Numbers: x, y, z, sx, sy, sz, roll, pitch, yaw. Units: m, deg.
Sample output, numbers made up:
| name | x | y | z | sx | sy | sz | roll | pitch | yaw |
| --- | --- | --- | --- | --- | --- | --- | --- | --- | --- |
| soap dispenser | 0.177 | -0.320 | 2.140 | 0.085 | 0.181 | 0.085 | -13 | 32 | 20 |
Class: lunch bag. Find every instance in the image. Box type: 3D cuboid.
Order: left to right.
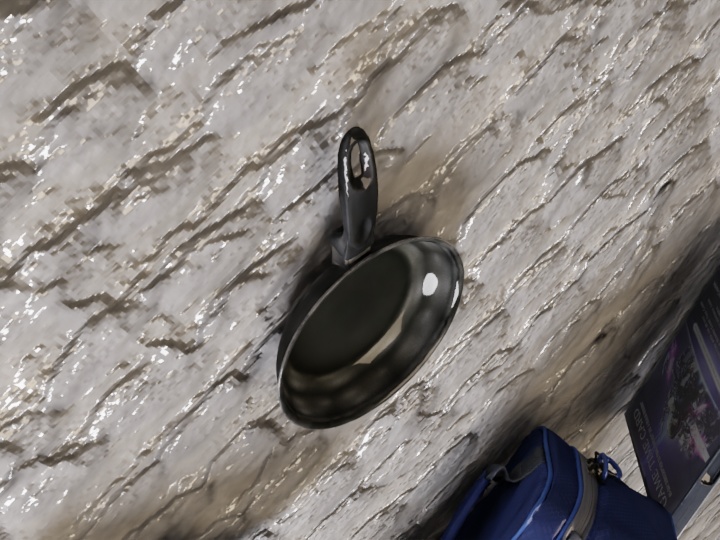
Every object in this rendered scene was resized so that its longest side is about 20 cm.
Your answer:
| name | x | y | z | sx | sy | sz | roll | pitch | yaw |
| --- | --- | --- | --- | --- | --- | --- | --- | --- | --- |
| lunch bag | 0.116 | 0.205 | 0.878 | 0.201 | 0.132 | 0.136 | -58 | -177 | 15 |

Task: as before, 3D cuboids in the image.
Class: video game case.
| name | x | y | z | sx | sy | sz | roll | pitch | yaw |
| --- | --- | --- | --- | --- | --- | --- | --- | --- | --- |
| video game case | 0.253 | 0.072 | 0.930 | 0.019 | 0.143 | 0.201 | 19 | 118 | -11 |

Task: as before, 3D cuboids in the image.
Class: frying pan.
| name | x | y | z | sx | sy | sz | roll | pitch | yaw |
| --- | --- | --- | --- | --- | --- | --- | --- | --- | --- |
| frying pan | -0.011 | 0.013 | 0.602 | 0.115 | 0.031 | 0.190 | -47 | 147 | -1 |
